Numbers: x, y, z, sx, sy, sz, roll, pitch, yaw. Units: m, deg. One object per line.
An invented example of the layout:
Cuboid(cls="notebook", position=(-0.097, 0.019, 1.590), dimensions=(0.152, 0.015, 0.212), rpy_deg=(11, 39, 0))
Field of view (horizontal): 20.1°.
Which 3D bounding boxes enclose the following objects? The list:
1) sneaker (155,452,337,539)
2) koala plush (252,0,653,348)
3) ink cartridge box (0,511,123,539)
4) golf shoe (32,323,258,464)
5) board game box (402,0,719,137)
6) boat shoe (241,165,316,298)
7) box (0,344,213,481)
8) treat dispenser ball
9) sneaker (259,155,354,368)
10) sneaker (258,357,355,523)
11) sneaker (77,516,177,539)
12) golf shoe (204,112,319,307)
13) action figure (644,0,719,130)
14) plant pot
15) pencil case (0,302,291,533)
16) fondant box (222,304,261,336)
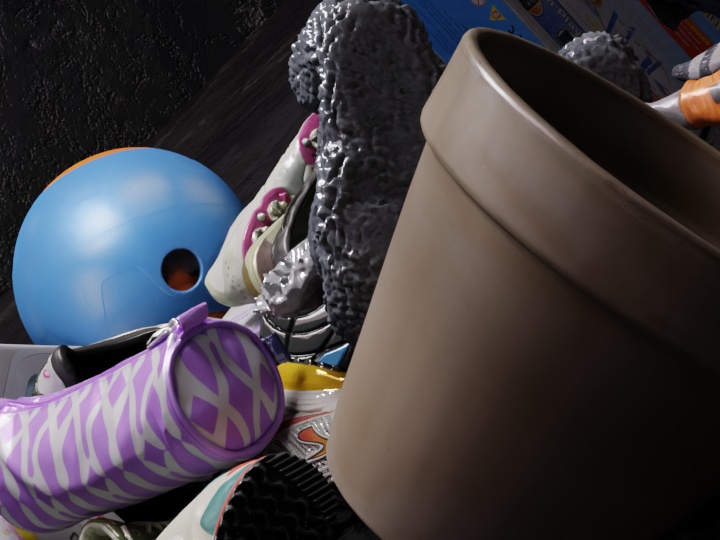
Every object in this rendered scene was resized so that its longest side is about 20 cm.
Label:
Cuboid(cls="sneaker", position=(-0.088, 0.179, 1.009), dimensions=(0.200, 0.070, 0.093), rpy_deg=(-57, 13, -14))
Cuboid(cls="koala plush", position=(0.031, -0.010, 1.007), dimensions=(0.200, 0.177, 0.184), rpy_deg=(127, 151, -67))
Cuboid(cls="ink cartridge box", position=(-0.183, 0.189, 1.190), dimensions=(0.067, 0.117, 0.200), rpy_deg=(-41, 12, 30))
Cuboid(cls="golf shoe", position=(-0.098, 0.071, 1.235), dimensions=(0.199, 0.073, 0.092), rpy_deg=(-7, -37, -19))
Cuboid(cls="board game box", position=(0.122, -0.150, 1.188), dimensions=(0.056, 0.200, 0.196), rpy_deg=(-36, 13, 35))
Cuboid(cls="boat shoe", position=(0.000, -0.052, 1.331), dimensions=(0.201, 0.072, 0.066), rpy_deg=(-50, 8, -33))
Cuboid(cls="box", position=(-0.221, 0.104, 1.418), dimensions=(0.176, 0.097, 0.200), rpy_deg=(2, -5, -29))
Cuboid(cls="treat dispenser ball", position=(-0.178, 0.001, 1.628), dimensions=(0.201, 0.201, 0.201), rpy_deg=(-41, 12, 11))
Cuboid(cls="sneaker", position=(0.000, 0.000, 1.233), dimensions=(0.073, 0.082, 0.200), rpy_deg=(7, 65, 27))
Cuboid(cls="sneaker", position=(0.007, 0.096, 1.053), dimensions=(0.200, 0.078, 0.082), rpy_deg=(-4, 66, 65))
Cuboid(cls="sneaker", position=(-0.112, 0.162, 1.123), dimensions=(0.067, 0.090, 0.200), rpy_deg=(-35, 14, 36))
Cuboid(cls="golf shoe", position=(-0.043, -0.049, 1.410), dimensions=(0.091, 0.075, 0.200), rpy_deg=(-31, 16, 49))
Cuboid(cls="action figure", position=(0.185, -0.112, 0.873), dimensions=(0.194, 0.200, 0.105), rpy_deg=(-49, 35, 43))
Cuboid(cls="plant pot", position=(0.078, 0.031, 0.786), dimensions=(0.174, 0.200, 0.200), rpy_deg=(-56, 8, 16))
Cuboid(cls="pencil case", position=(-0.130, 0.085, 1.111), dimensions=(0.200, 0.086, 0.084), rpy_deg=(-26, 13, 41))
Cuboid(cls="fondant box", position=(-0.025, 0.009, 1.451), dimensions=(0.144, 0.058, 0.200), rpy_deg=(-29, 20, 47))
